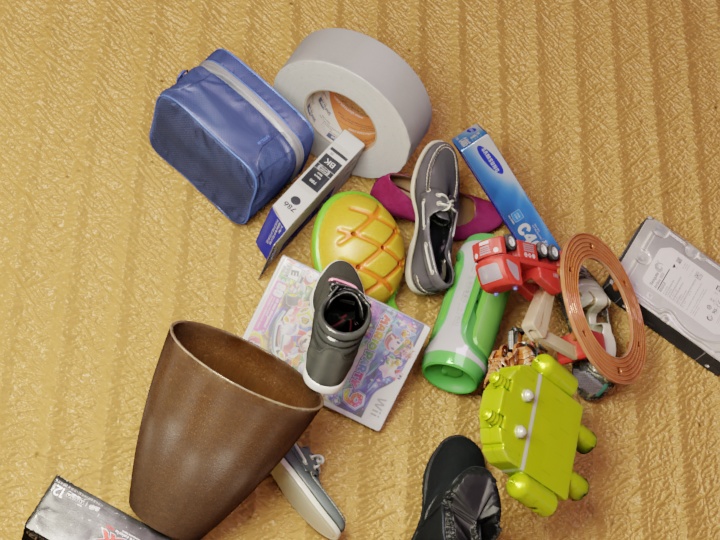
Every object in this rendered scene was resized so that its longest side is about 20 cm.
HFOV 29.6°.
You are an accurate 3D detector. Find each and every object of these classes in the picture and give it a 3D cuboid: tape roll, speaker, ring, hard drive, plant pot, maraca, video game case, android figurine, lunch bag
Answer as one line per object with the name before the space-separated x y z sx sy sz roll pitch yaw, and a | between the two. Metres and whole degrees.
tape roll | -0.011 -0.212 1.746 0.200 0.200 0.066 34 59 0
speaker | 0.141 0.053 1.729 0.088 0.088 0.200 24 59 -5
ring | 0.303 0.049 1.721 0.200 0.019 0.201 30 50 -43
hard drive | 0.443 0.033 1.868 0.200 0.038 0.140 36 59 3
plant pot | -0.167 0.188 1.494 0.187 0.187 0.200 27 99 -4
maraca | 0.000 0.000 1.702 0.137 0.107 0.200 -6 86 -35
video game case | -0.035 0.088 1.648 0.200 0.018 0.143 26 94 -4
android figurine | 0.204 0.186 1.577 0.200 0.041 0.182 39 55 -35
lunch bag | -0.162 -0.178 1.716 0.200 0.136 0.132 43 59 7

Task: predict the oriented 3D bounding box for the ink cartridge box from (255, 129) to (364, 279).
ink cartridge box | -0.074 -0.084 1.719 0.039 0.099 0.200 37 58 3

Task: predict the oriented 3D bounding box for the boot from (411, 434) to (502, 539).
boot | 0.120 0.258 1.571 0.076 0.168 0.200 25 59 -5

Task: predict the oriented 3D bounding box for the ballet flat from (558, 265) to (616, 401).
ballet flat | 0.305 0.069 1.786 0.072 0.072 0.201 4 63 -17

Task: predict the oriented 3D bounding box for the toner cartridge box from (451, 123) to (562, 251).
toner cartridge box | 0.193 -0.092 1.771 0.043 0.095 0.200 -33 104 4

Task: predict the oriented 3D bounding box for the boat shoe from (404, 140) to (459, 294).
boat shoe | 0.104 -0.068 1.725 0.073 0.063 0.200 13 81 -33

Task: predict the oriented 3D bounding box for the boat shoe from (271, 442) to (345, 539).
boat shoe | -0.073 0.220 1.583 0.062 0.073 0.200 -33 73 -25

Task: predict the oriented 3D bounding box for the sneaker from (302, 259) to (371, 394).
sneaker | -0.017 0.038 1.550 0.071 0.099 0.200 18 42 -7

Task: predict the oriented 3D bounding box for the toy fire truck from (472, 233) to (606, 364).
toy fire truck | 0.220 0.038 1.682 0.200 0.049 0.141 11 66 -46

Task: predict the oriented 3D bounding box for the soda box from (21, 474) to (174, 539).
soda box | -0.263 0.306 1.480 0.200 0.063 0.071 29 60 -2

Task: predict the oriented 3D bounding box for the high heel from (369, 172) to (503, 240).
high heel | 0.108 -0.088 1.782 0.200 0.096 0.068 -1 64 -19

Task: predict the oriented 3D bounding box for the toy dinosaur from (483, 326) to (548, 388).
toy dinosaur | 0.187 0.137 1.674 0.200 0.102 0.136 -2 83 -45
